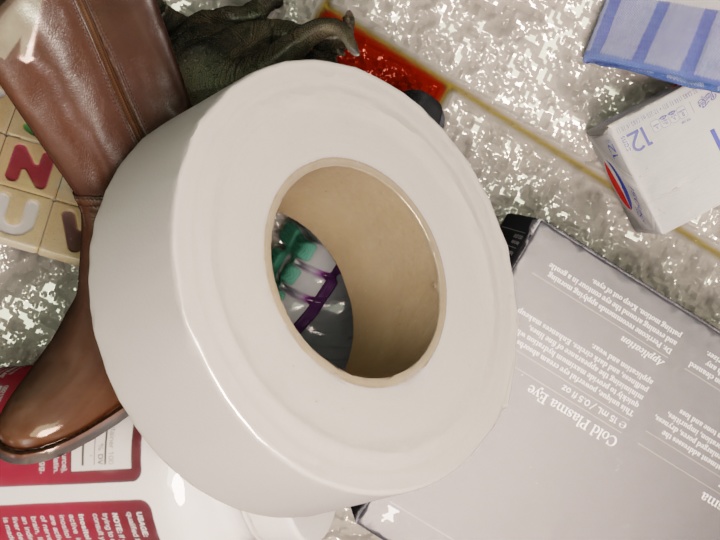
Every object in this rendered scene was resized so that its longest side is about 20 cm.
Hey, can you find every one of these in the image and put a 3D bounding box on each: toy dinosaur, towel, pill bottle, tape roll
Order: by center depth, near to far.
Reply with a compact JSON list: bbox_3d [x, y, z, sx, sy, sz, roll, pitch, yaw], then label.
[{"bbox_3d":[-0.021,0.009,0.736,0.202,0.071,0.203,16,64,-37],"label":"tape roll"},{"bbox_3d":[-0.117,0.100,0.815,0.199,0.113,0.113,-5,95,19],"label":"pill bottle"},{"bbox_3d":[-0.064,-0.105,0.826,0.102,0.200,0.077,-25,124,-24],"label":"toy dinosaur"},{"bbox_3d":[0.194,-0.192,0.834,0.024,0.147,0.201,17,95,-35],"label":"towel"}]

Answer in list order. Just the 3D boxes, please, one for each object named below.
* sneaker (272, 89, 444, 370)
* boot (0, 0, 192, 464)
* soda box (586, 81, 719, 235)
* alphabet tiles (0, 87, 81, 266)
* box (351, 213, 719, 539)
[{"bbox_3d":[0.000,0.000,0.877,0.087,0.074,0.200,31,99,-22],"label":"sneaker"},{"bbox_3d":[-0.138,-0.038,0.736,0.186,0.064,0.200,-51,135,-35],"label":"boot"},{"bbox_3d":[0.229,-0.093,0.878,0.200,0.063,0.068,-28,94,-2],"label":"soda box"},{"bbox_3d":[-0.217,-0.066,0.818,0.199,0.008,0.168,16,50,-9],"label":"alphabet tiles"},{"bbox_3d":[0.121,0.097,0.865,0.200,0.104,0.182,32,91,-5],"label":"box"}]
